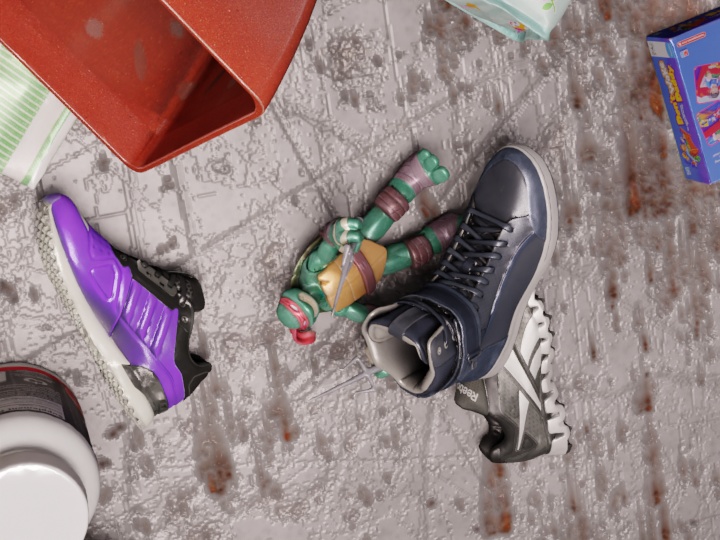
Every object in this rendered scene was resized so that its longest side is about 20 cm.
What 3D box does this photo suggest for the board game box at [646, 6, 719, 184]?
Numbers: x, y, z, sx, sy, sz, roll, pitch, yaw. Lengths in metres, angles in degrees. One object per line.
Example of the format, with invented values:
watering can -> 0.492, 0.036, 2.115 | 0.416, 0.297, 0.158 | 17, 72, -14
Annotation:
board game box -> 0.363, -0.175, 1.192 | 0.200, 0.045, 0.135 | -23, 107, -11

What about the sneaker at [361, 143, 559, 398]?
sneaker -> 0.077, 0.004, 1.050 | 0.146, 0.077, 0.203 | -11, 119, -51

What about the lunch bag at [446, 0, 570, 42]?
lunch bag -> 0.090, -0.294, 1.050 | 0.200, 0.122, 0.170 | 28, 94, -12

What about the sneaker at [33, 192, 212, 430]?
sneaker -> -0.178, 0.017, 1.067 | 0.099, 0.070, 0.200 | -29, 112, -16

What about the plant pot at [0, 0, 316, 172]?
plant pot -> -0.135, -0.216, 0.957 | 0.200, 0.200, 0.176 | 46, 60, -19

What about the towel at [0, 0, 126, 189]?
towel -> -0.295, -0.169, 1.013 | 0.200, 0.023, 0.153 | 30, 93, -20

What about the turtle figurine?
turtle figurine -> 0.000, 0.000, 1.092 | 0.200, 0.101, 0.150 | -42, 138, -20

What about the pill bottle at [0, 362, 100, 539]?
pill bottle -> -0.249, 0.145, 0.997 | 0.111, 0.200, 0.111 | -4, 103, -16

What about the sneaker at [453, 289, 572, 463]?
sneaker -> 0.119, 0.080, 1.162 | 0.090, 0.066, 0.200 | -19, 108, -14
